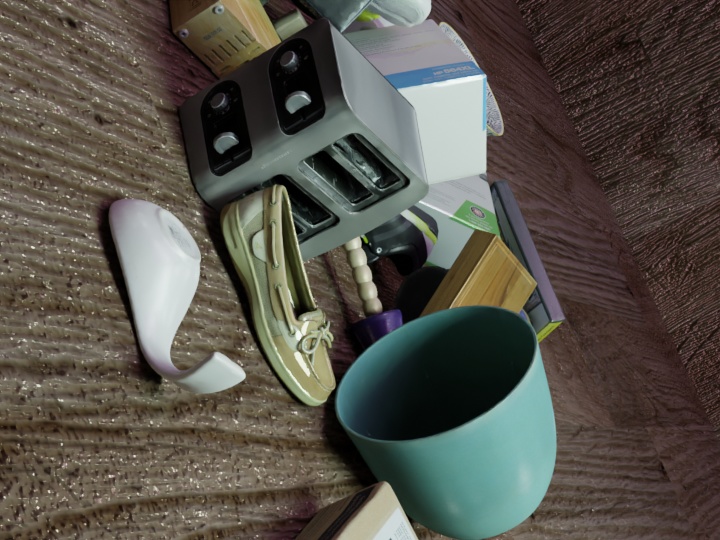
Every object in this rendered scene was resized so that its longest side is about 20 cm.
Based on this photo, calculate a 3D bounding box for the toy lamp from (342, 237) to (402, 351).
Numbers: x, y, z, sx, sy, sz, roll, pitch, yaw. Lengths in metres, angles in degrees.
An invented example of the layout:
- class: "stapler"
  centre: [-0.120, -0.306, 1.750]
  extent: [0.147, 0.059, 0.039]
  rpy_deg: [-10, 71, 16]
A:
- class: "toy lamp"
  centre: [0.000, 0.000, 1.375]
  extent: [0.058, 0.058, 0.201]
  rpy_deg: [3, 69, -68]

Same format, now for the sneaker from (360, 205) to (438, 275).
- class: "sneaker"
  centre: [0.012, -0.050, 1.466]
  extent: [0.200, 0.072, 0.083]
  rpy_deg: [27, 75, -32]

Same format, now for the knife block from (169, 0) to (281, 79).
- class: "knife block"
  centre: [-0.152, -0.295, 1.386]
  extent: [0.200, 0.064, 0.176]
  rpy_deg: [42, 28, -44]

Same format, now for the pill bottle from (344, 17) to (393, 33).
- class: "pill bottle"
  centre: [0.020, -0.281, 1.729]
  extent: [0.115, 0.114, 0.200]
  rpy_deg: [66, 19, 9]

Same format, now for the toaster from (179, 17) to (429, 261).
- class: "toaster"
  centre: [-0.048, -0.115, 1.249]
  extent: [0.200, 0.180, 0.119]
  rpy_deg: [39, 33, -47]

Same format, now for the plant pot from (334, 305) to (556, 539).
- class: "plant pot"
  centre: [0.096, 0.157, 1.245]
  extent: [0.201, 0.200, 0.161]
  rpy_deg: [-82, 153, -59]

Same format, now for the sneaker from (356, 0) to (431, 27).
- class: "sneaker"
  centre: [0.035, -0.349, 1.535]
  extent: [0.076, 0.105, 0.200]
  rpy_deg: [31, -4, -32]

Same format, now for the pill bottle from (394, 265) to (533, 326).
- class: "pill bottle"
  centre: [0.122, 0.062, 1.540]
  extent: [0.200, 0.112, 0.112]
  rpy_deg: [30, 38, -56]

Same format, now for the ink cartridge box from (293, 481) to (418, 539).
- class: "ink cartridge box"
  centre: [0.016, 0.290, 1.029]
  extent: [0.201, 0.075, 0.165]
  rpy_deg: [63, 18, -2]

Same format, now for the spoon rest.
- class: "spoon rest"
  centre: [-0.150, 0.019, 1.011]
  extent: [0.099, 0.061, 0.200]
  rpy_deg: [43, 14, -47]

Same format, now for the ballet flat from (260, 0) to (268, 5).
- class: "ballet flat"
  centre: [-0.112, -0.372, 1.588]
  extent: [0.068, 0.064, 0.200]
  rpy_deg: [57, 20, -16]

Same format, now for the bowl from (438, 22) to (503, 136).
- class: "bowl"
  centre: [0.137, -0.281, 2.055]
  extent: [0.201, 0.094, 0.201]
  rpy_deg: [51, 22, -29]

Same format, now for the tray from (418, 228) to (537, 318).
- class: "tray"
  centre: [0.109, 0.066, 1.417]
  extent: [0.037, 0.200, 0.099]
  rpy_deg: [17, -21, 46]

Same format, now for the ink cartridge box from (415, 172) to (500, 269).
- class: "ink cartridge box"
  centre: [0.084, -0.105, 1.637]
  extent: [0.146, 0.084, 0.200]
  rpy_deg: [23, 36, -23]

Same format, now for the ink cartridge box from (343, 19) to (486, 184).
- class: "ink cartridge box"
  centre: [0.055, -0.203, 1.528]
  extent: [0.200, 0.125, 0.129]
  rpy_deg: [-119, -159, -53]

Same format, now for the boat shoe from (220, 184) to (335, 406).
- class: "boat shoe"
  centre: [-0.062, 0.024, 1.185]
  extent: [0.201, 0.063, 0.073]
  rpy_deg: [69, 18, 3]

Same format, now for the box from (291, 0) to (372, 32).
- class: "box"
  centre: [-0.070, -0.380, 1.430]
  extent: [0.200, 0.124, 0.197]
  rpy_deg: [42, 5, -20]

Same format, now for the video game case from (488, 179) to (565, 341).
- class: "video game case"
  centre: [0.177, 0.014, 1.683]
  extent: [0.025, 0.181, 0.201]
  rpy_deg: [-9, 67, -27]

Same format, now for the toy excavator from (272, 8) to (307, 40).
- class: "toy excavator"
  centre: [-0.060, -0.221, 1.513]
  extent: [0.195, 0.100, 0.200]
  rpy_deg: [63, 5, 3]
